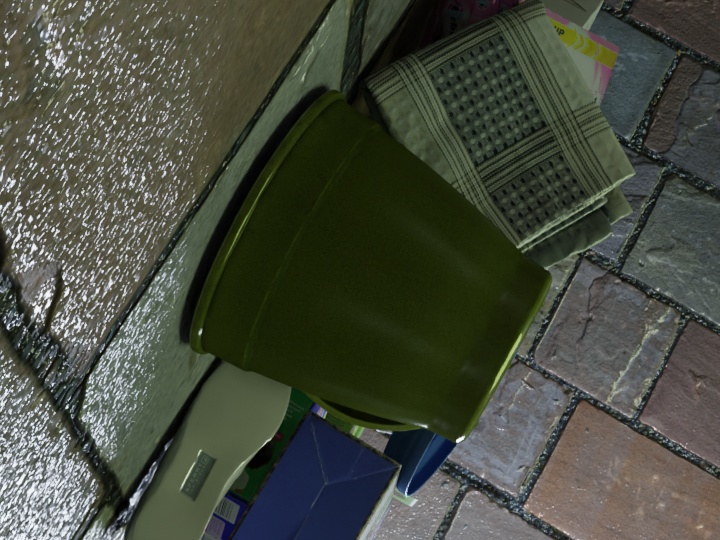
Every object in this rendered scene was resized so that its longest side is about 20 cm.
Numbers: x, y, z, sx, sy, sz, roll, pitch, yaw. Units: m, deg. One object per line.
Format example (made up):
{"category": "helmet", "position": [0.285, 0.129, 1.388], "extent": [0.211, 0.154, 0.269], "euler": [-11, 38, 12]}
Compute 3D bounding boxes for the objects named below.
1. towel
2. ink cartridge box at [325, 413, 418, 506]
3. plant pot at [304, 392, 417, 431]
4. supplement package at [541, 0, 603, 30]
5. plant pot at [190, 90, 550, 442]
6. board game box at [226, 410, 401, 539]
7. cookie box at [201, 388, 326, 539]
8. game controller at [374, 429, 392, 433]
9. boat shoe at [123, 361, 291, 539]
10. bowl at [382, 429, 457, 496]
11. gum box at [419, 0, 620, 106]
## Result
{"category": "towel", "position": [0.115, -0.095, 1.025], "extent": [0.192, 0.201, 0.034], "euler": [-28, -177, -28]}
{"category": "ink cartridge box", "position": [-0.005, 0.196, 1.558], "extent": [0.076, 0.199, 0.148], "euler": [-59, 174, -13]}
{"category": "plant pot", "position": [0.016, 0.023, 1.116], "extent": [0.202, 0.199, 0.193], "euler": [-60, -174, -2]}
{"category": "supplement package", "position": [0.161, -0.237, 1.350], "extent": [0.118, 0.116, 0.200], "euler": [-64, 174, 28]}
{"category": "plant pot", "position": [0.018, 0.015, 0.891], "extent": [0.202, 0.192, 0.200], "euler": [-59, 174, -9]}
{"category": "board game box", "position": [-0.047, 0.239, 1.190], "extent": [0.160, 0.096, 0.200], "euler": [-58, 171, -18]}
{"category": "cookie box", "position": [-0.098, 0.170, 1.262], "extent": [0.201, 0.075, 0.172], "euler": [-57, 172, -37]}
{"category": "game controller", "position": [0.054, 0.117, 1.292], "extent": [0.105, 0.042, 0.200], "euler": [-55, 166, -1]}
{"category": "boat shoe", "position": [-0.123, 0.149, 1.033], "extent": [0.068, 0.072, 0.201], "euler": [-27, -145, 61]}
{"category": "bowl", "position": [0.087, 0.122, 1.250], "extent": [0.201, 0.039, 0.201], "euler": [-51, 165, -19]}
{"category": "gum box", "position": [0.131, -0.173, 1.141], "extent": [0.199, 0.066, 0.115], "euler": [13, 98, -46]}
